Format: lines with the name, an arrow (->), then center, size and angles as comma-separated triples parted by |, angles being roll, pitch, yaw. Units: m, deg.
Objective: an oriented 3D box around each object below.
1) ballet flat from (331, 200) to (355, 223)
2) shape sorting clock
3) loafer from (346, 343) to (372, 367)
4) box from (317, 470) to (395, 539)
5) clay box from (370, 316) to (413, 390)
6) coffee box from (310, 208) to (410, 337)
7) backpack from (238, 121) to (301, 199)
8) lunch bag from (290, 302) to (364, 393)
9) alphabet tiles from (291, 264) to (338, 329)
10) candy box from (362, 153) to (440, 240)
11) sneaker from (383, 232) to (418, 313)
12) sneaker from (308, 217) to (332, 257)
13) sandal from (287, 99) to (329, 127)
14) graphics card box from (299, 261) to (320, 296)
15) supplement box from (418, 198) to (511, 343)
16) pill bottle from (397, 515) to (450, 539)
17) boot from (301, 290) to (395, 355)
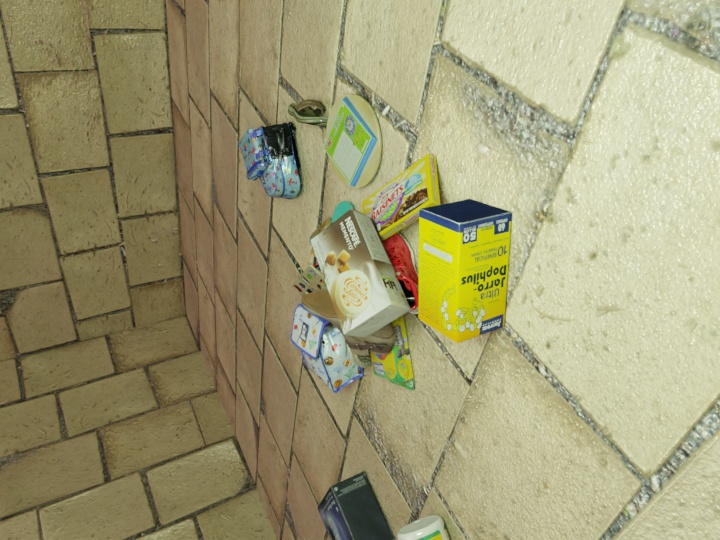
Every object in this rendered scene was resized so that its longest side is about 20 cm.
ballet flat -> -0.026, -0.067, 1.335 | 0.071, 0.066, 0.203 | 60, -163, -55
shape sorting clock -> -0.016, -0.283, 1.256 | 0.199, 0.039, 0.203 | 25, 124, 44
loafer -> -0.008, 0.142, 1.403 | 0.068, 0.074, 0.203 | 132, 130, -60
box -> -0.018, 0.717, 1.623 | 0.200, 0.122, 0.201 | 59, 149, 28
clay box -> 0.063, 0.171, 1.298 | 0.114, 0.047, 0.204 | 2, 102, 63
coffee box -> -0.002, 0.006, 1.051 | 0.114, 0.079, 0.202 | -32, 64, 25
backpack -> -0.246, -0.294, 1.602 | 0.182, 0.133, 0.203 | -2, 103, 64
lunch bag -> -0.099, 0.194, 1.504 | 0.169, 0.123, 0.203 | 25, 139, 54
alphabet tiles -> -0.062, 0.079, 1.289 | 0.200, 0.008, 0.167 | 43, 153, -4
candy box -> 0.072, -0.128, 1.079 | 0.199, 0.026, 0.104 | -31, 51, 46
sneaker -> 0.073, -0.012, 1.114 | 0.202, 0.078, 0.115 | 59, -174, 10
sneaker -> -0.075, -0.061, 1.411 | 0.076, 0.087, 0.201 | -45, 20, 18
sandal -> -0.124, -0.390, 1.386 | 0.201, 0.079, 0.058 | 43, 124, 49
graphics card box -> -0.074, 0.028, 1.415 | 0.051, 0.126, 0.199 | 51, 163, -24
supplement box -> 0.169, -0.002, 0.944 | 0.109, 0.107, 0.203 | 31, 129, 55
pill bottle -> 0.163, 0.660, 1.251 | 0.113, 0.111, 0.203 | -42, 65, 60
boot -> -0.022, 0.121, 1.214 | 0.197, 0.071, 0.147 | 11, 139, 20
